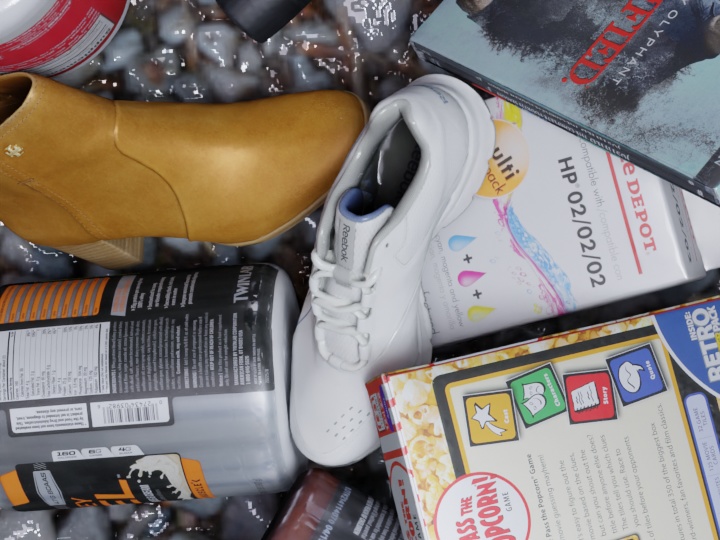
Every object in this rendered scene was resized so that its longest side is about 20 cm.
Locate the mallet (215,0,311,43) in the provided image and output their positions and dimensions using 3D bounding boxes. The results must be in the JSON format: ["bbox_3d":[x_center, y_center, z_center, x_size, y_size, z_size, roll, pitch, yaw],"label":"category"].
[{"bbox_3d":[-0.088,-0.217,0.885,0.066,0.041,0.200,-35,91,10],"label":"mallet"}]

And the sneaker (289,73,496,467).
[{"bbox_3d":[0.000,0.000,0.809,0.074,0.087,0.200,18,99,21],"label":"sneaker"}]

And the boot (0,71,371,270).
[{"bbox_3d":[-0.110,-0.062,0.839,0.201,0.144,0.071,-21,58,26],"label":"boot"}]

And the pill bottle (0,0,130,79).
[{"bbox_3d":[-0.173,-0.151,0.812,0.112,0.200,0.112,0,90,3],"label":"pill bottle"}]

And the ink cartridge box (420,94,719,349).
[{"bbox_3d":[0.101,-0.036,0.853,0.200,0.068,0.115,-16,86,19],"label":"ink cartridge box"}]

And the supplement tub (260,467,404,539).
[{"bbox_3d":[0.034,0.190,0.836,0.200,0.107,0.107,31,101,1],"label":"supplement tub"}]

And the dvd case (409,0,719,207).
[{"bbox_3d":[0.137,-0.124,0.804,0.200,0.022,0.146,34,78,38],"label":"dvd case"}]

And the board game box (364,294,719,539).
[{"bbox_3d":[0.117,0.100,0.786,0.200,0.046,0.152,-12,83,-12],"label":"board game box"}]

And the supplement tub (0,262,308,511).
[{"bbox_3d":[-0.132,0.063,0.890,0.200,0.123,0.123,-5,99,6],"label":"supplement tub"}]
